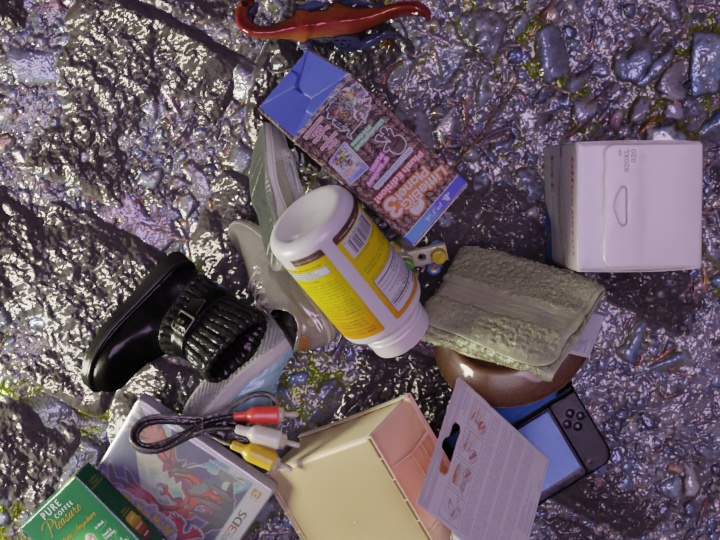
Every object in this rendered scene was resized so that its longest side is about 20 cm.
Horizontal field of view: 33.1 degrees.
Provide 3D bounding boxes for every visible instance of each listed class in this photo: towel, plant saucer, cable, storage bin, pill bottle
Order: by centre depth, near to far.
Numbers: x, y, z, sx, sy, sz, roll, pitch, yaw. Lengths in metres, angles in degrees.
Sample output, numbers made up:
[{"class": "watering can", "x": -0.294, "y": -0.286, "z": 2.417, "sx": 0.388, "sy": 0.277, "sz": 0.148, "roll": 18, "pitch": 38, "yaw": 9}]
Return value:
[{"class": "pill bottle", "x": -0.006, "y": 0.007, "z": 1.371, "sx": 0.109, "sy": 0.109, "sz": 0.200, "roll": -38, "pitch": 120, "yaw": 2}, {"class": "towel", "x": 0.172, "y": 0.044, "z": 1.416, "sx": 0.199, "sy": 0.037, "sz": 0.149, "roll": 17, "pitch": 60, "yaw": 33}, {"class": "cable", "x": -0.170, "y": 0.181, "z": 1.432, "sx": 0.199, "sy": 0.050, "sz": 0.098, "roll": 9, "pitch": 72, "yaw": -11}, {"class": "storage bin", "x": 0.017, "y": 0.278, "z": 1.452, "sx": 0.200, "sy": 0.094, "sz": 0.199, "roll": -26, "pitch": 98, "yaw": 40}, {"class": "plant saucer", "x": 0.179, "y": 0.067, "z": 1.454, "sx": 0.200, "sy": 0.201, "sz": 0.037, "roll": -32, "pitch": 139, "yaw": 1}]

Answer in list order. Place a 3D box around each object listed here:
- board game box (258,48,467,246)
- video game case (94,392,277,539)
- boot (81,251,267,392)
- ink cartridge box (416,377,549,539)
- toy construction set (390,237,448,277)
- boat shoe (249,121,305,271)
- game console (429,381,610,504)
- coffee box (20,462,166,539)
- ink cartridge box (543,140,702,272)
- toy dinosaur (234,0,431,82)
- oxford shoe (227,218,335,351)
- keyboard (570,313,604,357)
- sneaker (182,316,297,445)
[{"class": "board game box", "x": 0.001, "y": -0.145, "z": 1.402, "sx": 0.200, "sy": 0.159, "sz": 0.097, "roll": 40, "pitch": 93, "yaw": -27}, {"class": "video game case", "x": -0.227, "y": 0.273, "z": 1.493, "sx": 0.200, "sy": 0.023, "sz": 0.183, "roll": 34, "pitch": 115, "yaw": 1}, {"class": "boot", "x": -0.227, "y": 0.096, "z": 1.458, "sx": 0.158, "sy": 0.079, "sz": 0.211, "roll": 39, "pitch": 93, "yaw": 23}, {"class": "ink cartridge box", "x": 0.131, "y": 0.240, "z": 1.379, "sx": 0.200, "sy": 0.050, "sz": 0.161, "roll": 41, "pitch": 56, "yaw": -33}, {"class": "toy construction set", "x": 0.000, "y": 0.000, "z": 1.480, "sx": 0.199, "sy": 0.092, "sz": 0.132, "roll": 17, "pitch": 117, "yaw": 4}, {"class": "boat shoe", "x": -0.089, "y": -0.089, "z": 1.454, "sx": 0.064, "sy": 0.075, "sz": 0.203, "roll": 0, "pitch": 55, "yaw": -24}, {"class": "game console", "x": 0.198, "y": 0.223, "z": 1.491, "sx": 0.200, "sy": 0.119, "sz": 0.173, "roll": -31, "pitch": 95, "yaw": 2}, {"class": "coffee box", "x": -0.313, "y": 0.347, "z": 1.508, "sx": 0.200, "sy": 0.044, "sz": 0.123, "roll": 45, "pitch": 114, "yaw": -4}, {"class": "ink cartridge box", "x": 0.305, "y": -0.079, "z": 1.426, "sx": 0.144, "sy": 0.200, "sz": 0.148, "roll": -2, "pitch": 95, "yaw": -1}, {"class": "toy dinosaur", "x": -0.049, "y": -0.304, "z": 1.431, "sx": 0.181, "sy": 0.200, "sz": 0.106, "roll": -5, "pitch": 78, "yaw": -32}, {"class": "oxford shoe", "x": -0.107, "y": 0.018, "z": 1.461, "sx": 0.058, "sy": 0.075, "sz": 0.200, "roll": -29, "pitch": 69, "yaw": -25}, {"class": "keyboard", "x": 0.186, "y": 0.057, "z": 1.430, "sx": 0.199, "sy": 0.011, "sz": 0.056, "roll": 12, "pitch": 58, "yaw": 30}, {"class": "sneaker", "x": -0.129, "y": 0.134, "z": 1.510, "sx": 0.200, "sy": 0.074, "sz": 0.082, "roll": -43, "pitch": 125, "yaw": -2}]
